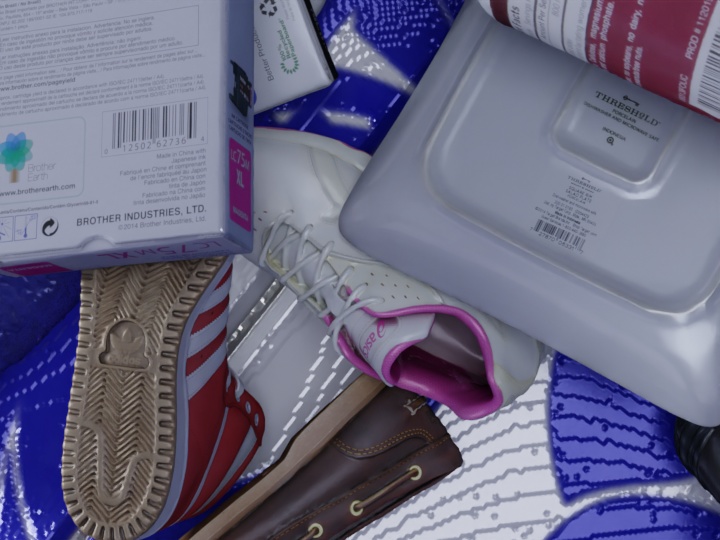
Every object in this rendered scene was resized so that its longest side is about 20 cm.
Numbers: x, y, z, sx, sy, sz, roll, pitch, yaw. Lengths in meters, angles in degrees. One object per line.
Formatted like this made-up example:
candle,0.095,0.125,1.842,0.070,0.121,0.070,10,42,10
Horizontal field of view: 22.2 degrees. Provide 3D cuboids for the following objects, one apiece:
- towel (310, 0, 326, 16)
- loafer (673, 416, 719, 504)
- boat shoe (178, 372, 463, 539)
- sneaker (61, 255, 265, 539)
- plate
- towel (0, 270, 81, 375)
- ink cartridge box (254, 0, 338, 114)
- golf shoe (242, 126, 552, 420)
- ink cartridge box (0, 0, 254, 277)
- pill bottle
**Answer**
towel,-0.048,-0.226,0.886,0.148,0.031,0.201,29,99,-2
loafer,0.248,0.056,0.862,0.199,0.073,0.073,-34,129,4
boat shoe,-0.040,0.131,0.869,0.200,0.070,0.070,-41,88,-2
sneaker,-0.081,0.023,0.851,0.070,0.112,0.202,12,88,15
plate,0.116,-0.062,0.817,0.198,0.032,0.201,27,79,15
towel,-0.214,-0.007,0.867,0.148,0.050,0.200,43,100,-11
ink cartridge box,-0.118,-0.101,0.878,0.198,0.037,0.096,-20,98,7
golf shoe,0.000,0.000,0.857,0.198,0.092,0.076,26,125,2
ink cartridge box,-0.105,-0.103,0.798,0.118,0.042,0.203,-5,79,19
pill bottle,0.116,-0.139,0.763,0.199,0.114,0.115,27,88,16
